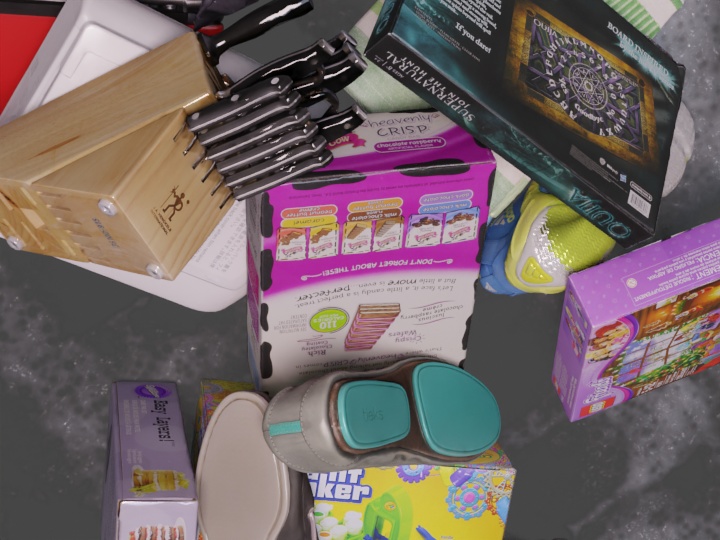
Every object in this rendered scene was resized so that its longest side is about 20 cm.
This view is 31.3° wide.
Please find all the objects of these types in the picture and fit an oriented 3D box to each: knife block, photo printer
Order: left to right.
[{"bbox_3d":[-0.116,-0.065,0.783,0.200,0.070,0.167,22,120,-29],"label":"photo printer"},{"bbox_3d":[-0.101,-0.083,0.697,0.176,0.200,0.064,-56,136,-29],"label":"knife block"}]

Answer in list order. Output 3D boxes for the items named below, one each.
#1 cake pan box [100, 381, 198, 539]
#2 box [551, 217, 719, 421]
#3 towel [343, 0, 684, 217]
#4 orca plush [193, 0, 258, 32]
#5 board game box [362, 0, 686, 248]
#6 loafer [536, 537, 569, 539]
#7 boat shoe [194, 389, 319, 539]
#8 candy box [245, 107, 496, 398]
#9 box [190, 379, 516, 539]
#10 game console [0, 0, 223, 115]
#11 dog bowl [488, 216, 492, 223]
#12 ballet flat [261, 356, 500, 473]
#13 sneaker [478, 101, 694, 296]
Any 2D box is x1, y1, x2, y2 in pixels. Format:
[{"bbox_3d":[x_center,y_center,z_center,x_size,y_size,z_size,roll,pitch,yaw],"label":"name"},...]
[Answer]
[{"bbox_3d":[-0.141,0.195,0.823,0.052,0.184,0.201,3,104,-11],"label":"cake pan box"},{"bbox_3d":[0.199,0.032,0.845,0.136,0.200,0.039,-21,67,-3],"label":"box"},{"bbox_3d":[0.093,-0.149,0.800,0.153,0.023,0.200,43,87,-20],"label":"towel"},{"bbox_3d":[-0.030,-0.215,0.742,0.071,0.200,0.105,19,139,-4],"label":"orca plush"},{"bbox_3d":[0.104,-0.120,0.745,0.200,0.028,0.136,34,55,-21],"label":"board game box"},{"bbox_3d":[0.106,0.288,0.961,0.069,0.075,0.201,13,99,-2],"label":"loafer"},{"bbox_3d":[-0.056,0.163,0.778,0.067,0.057,0.201,3,103,26],"label":"boat shoe"},{"bbox_3d":[0.000,0.000,0.785,0.136,0.061,0.200,-6,133,-12],"label":"candy box"},{"bbox_3d":[-0.020,0.191,0.876,0.199,0.122,0.193,7,104,-11],"label":"box"},{"bbox_3d":[-0.187,-0.174,0.797,0.199,0.119,0.173,1,74,-11],"label":"game console"},{"bbox_3d":[0.054,-0.077,0.852,0.111,0.050,0.200,29,98,-17],"label":"dog bowl"},{"bbox_3d":[0.013,0.087,0.772,0.064,0.200,0.068,-15,77,31],"label":"ballet flat"},{"bbox_3d":[0.141,-0.053,0.857,0.200,0.105,0.076,-42,99,-36],"label":"sneaker"}]
